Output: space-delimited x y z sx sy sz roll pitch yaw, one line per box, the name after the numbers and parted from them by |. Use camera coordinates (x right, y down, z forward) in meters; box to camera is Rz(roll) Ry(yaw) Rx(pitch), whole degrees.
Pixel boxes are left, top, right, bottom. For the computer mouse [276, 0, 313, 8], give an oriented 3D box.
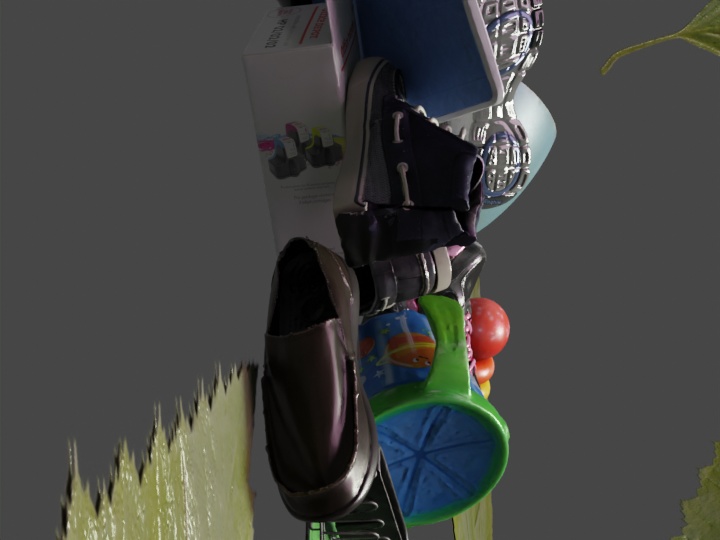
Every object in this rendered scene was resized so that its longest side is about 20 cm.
-0.065 -0.233 1.298 0.200 0.034 0.059 44 60 -71 | computer mouse

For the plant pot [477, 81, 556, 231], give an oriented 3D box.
0.049 -0.094 1.521 0.200 0.199 0.135 67 45 -65 | plant pot

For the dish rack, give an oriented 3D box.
0.001 0.243 1.252 0.154 0.054 0.201 72 14 -54 | dish rack

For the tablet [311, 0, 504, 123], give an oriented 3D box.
0.029 -0.164 1.261 0.200 0.014 0.131 -11 -81 61 | tablet

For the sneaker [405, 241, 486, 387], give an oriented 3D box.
0.069 0.073 1.499 0.201 0.095 0.079 -63 165 -5 | sneaker

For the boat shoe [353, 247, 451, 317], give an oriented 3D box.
0.000 0.000 1.342 0.200 0.062 0.073 -10 -82 68 | boat shoe

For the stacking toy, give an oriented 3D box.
0.081 0.110 1.591 0.086 0.085 0.201 -81 -170 -62 | stacking toy

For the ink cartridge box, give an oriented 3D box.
-0.035 -0.117 1.262 0.115 0.067 0.201 -76 159 -66 | ink cartridge box

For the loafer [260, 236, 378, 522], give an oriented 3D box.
-0.037 0.065 1.147 0.071 0.073 0.201 55 23 -54 | loafer

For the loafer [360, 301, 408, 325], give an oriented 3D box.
0.044 0.091 1.665 0.201 0.068 0.071 67 27 -53 | loafer

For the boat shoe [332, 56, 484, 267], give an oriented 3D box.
0.039 -0.077 1.193 0.201 0.092 0.075 -84 164 -48 | boat shoe

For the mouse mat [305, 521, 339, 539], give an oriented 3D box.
-0.024 0.219 1.307 0.161 0.007 0.201 75 11 -50 | mouse mat

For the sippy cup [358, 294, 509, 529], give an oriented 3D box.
0.037 0.106 1.389 0.140 0.177 0.131 41 20 -33 | sippy cup

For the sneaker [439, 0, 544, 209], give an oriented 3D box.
0.086 -0.151 1.372 0.087 0.074 0.201 37 -52 52 | sneaker
